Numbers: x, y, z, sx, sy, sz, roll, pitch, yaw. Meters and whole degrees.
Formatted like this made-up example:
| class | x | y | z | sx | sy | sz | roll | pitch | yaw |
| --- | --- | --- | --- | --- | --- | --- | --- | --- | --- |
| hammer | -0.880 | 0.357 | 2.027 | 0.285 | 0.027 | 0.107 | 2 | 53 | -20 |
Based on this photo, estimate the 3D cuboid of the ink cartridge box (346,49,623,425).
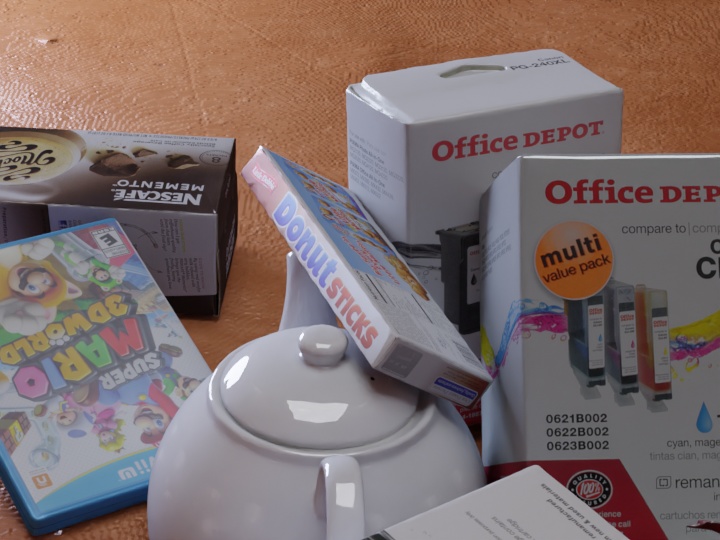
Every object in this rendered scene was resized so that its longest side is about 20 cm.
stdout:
| class | x | y | z | sx | sy | sz | roll | pitch | yaw |
| --- | --- | --- | --- | --- | --- | --- | --- | --- | --- |
| ink cartridge box | 0.074 | -0.018 | 1.151 | 0.144 | 0.201 | 0.083 | -11 | 25 | -22 |

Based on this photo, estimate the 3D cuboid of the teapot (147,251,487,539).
| class | x | y | z | sx | sy | sz | roll | pitch | yaw |
| --- | --- | --- | --- | --- | --- | --- | --- | --- | --- |
| teapot | -0.021 | 0.098 | 1.004 | 0.199 | 0.147 | 0.197 | 25 | 37 | 32 |

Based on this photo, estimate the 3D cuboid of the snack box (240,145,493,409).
| class | x | y | z | sx | sy | sz | roll | pitch | yaw |
| --- | --- | --- | --- | --- | --- | --- | --- | --- | --- |
| snack box | 0.000 | 0.000 | 1.043 | 0.072 | 0.024 | 0.200 | 24 | 19 | -36 |

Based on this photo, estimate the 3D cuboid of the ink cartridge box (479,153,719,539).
| class | x | y | z | sx | sy | sz | roll | pitch | yaw |
| --- | --- | --- | --- | --- | --- | --- | --- | --- | --- |
| ink cartridge box | 0.142 | 0.044 | 1.016 | 0.144 | 0.201 | 0.145 | -1 | -7 | -4 |

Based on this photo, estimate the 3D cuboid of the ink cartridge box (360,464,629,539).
| class | x | y | z | sx | sy | sz | roll | pitch | yaw |
| --- | --- | --- | --- | --- | --- | --- | --- | --- | --- |
| ink cartridge box | 0.020 | 0.193 | 0.843 | 0.199 | 0.147 | 0.084 | -19 | 38 | -32 |

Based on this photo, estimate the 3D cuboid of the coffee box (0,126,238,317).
| class | x | y | z | sx | sy | sz | roll | pitch | yaw |
| --- | --- | --- | --- | --- | --- | --- | --- | --- | --- |
| coffee box | -0.185 | -0.035 | 1.285 | 0.199 | 0.080 | 0.113 | 4 | 30 | 2 |

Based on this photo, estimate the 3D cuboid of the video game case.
| class | x | y | z | sx | sy | sz | roll | pitch | yaw |
| --- | --- | --- | --- | --- | --- | --- | --- | --- | --- |
| video game case | -0.167 | 0.056 | 1.133 | 0.143 | 0.018 | 0.200 | -15 | 52 | -29 |

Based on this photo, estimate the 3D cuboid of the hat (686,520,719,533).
| class | x | y | z | sx | sy | sz | roll | pitch | yaw |
| --- | --- | --- | --- | --- | --- | --- | --- | --- | --- |
| hat | 0.264 | 0.198 | 0.808 | 0.175 | 0.201 | 0.165 | -11 | -10 | 40 |
